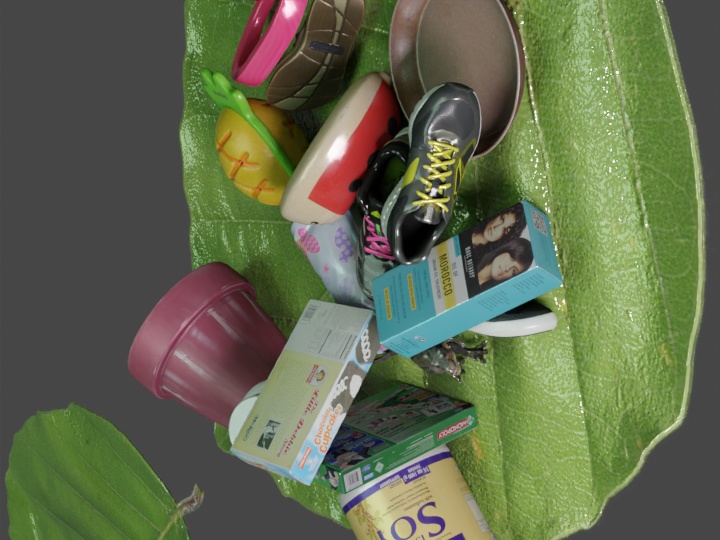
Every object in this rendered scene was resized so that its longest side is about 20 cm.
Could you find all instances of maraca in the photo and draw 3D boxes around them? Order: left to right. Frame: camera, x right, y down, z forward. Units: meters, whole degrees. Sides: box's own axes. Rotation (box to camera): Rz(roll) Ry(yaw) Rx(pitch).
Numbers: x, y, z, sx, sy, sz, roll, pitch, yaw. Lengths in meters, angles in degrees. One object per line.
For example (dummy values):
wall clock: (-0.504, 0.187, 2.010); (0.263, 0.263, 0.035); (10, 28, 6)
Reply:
maraca: (-0.129, -0.162, 1.624); (0.201, 0.107, 0.137); (56, 163, -26)

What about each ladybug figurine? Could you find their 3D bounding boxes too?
ladybug figurine: (-0.016, -0.131, 1.492); (0.072, 0.136, 0.201); (34, 107, 1)

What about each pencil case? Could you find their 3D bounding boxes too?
pencil case: (0.000, 0.000, 1.562); (0.201, 0.083, 0.091); (57, 134, 21)

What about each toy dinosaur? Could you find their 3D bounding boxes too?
toy dinosaur: (0.086, 0.096, 1.476); (0.200, 0.087, 0.048); (167, 111, -70)

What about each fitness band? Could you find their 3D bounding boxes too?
fitness band: (-0.105, -0.303, 1.564); (0.200, 0.037, 0.145); (133, 145, -52)

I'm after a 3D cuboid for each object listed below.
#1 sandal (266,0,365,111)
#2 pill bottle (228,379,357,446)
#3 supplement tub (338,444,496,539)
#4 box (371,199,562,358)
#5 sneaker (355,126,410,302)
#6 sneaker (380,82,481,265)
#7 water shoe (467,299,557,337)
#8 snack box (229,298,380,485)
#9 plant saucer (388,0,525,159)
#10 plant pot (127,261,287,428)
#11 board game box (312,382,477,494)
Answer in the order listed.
sandal: (-0.048, -0.261, 1.536); (0.054, 0.080, 0.201); (-92, 23, -44)
pill bottle: (-0.084, 0.183, 1.631); (0.110, 0.200, 0.112); (0, 91, 19)
supplement tub: (0.077, 0.312, 1.529); (0.201, 0.145, 0.145); (62, 143, 16)
box: (0.105, 0.011, 1.363); (0.199, 0.049, 0.083); (-28, 52, 30)
sneaker: (0.029, -0.058, 1.453); (0.073, 0.087, 0.201); (20, 106, 20)
sneaker: (0.077, -0.091, 1.340); (0.085, 0.074, 0.201); (-97, 20, -56)
water shoe: (0.124, 0.018, 1.411); (0.199, 0.071, 0.080); (14, 107, 48)
snack box: (-0.056, 0.131, 1.478); (0.116, 0.201, 0.037); (9, 156, 50)
plant saucer: (0.104, -0.216, 1.375); (0.200, 0.034, 0.202); (24, 121, 47)
plant pot: (-0.180, 0.118, 1.778); (0.179, 0.200, 0.201); (38, 134, 18)
board game box: (0.016, 0.186, 1.513); (0.134, 0.199, 0.029); (12, 117, 51)
